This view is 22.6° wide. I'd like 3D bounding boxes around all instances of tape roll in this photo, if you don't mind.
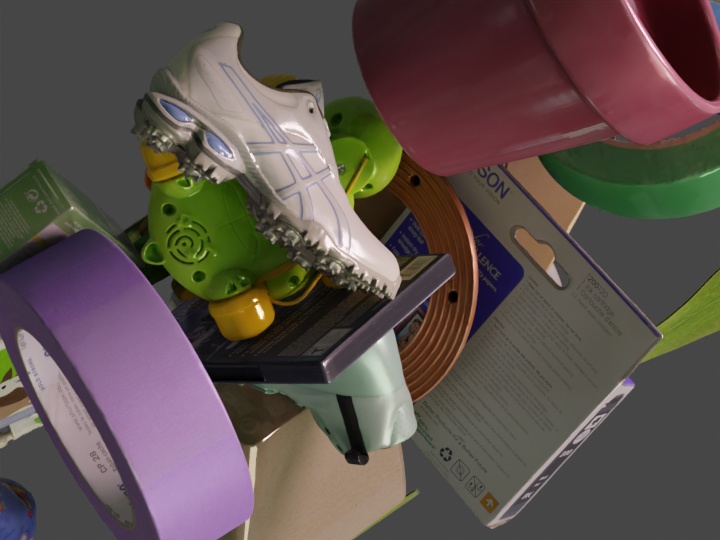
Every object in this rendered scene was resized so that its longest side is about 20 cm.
[{"bbox_3d":[-0.143,0.078,1.069,0.065,0.201,0.200,-29,162,-19],"label":"tape roll"},{"bbox_3d":[0.200,-0.133,1.182,0.200,0.201,0.048,-34,146,1],"label":"tape roll"}]

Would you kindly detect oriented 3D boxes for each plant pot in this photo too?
[{"bbox_3d":[0.102,-0.151,1.100,0.178,0.201,0.200,-25,168,27],"label":"plant pot"},{"bbox_3d":[-0.089,0.116,1.418,0.200,0.200,0.178,-34,150,-30],"label":"plant pot"}]

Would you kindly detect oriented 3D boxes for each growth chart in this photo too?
[{"bbox_3d":[-0.240,0.076,1.345,0.144,0.018,0.200,-28,160,-15],"label":"growth chart"}]

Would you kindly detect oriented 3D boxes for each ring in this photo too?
[{"bbox_3d":[0.000,0.000,1.259,0.200,0.201,0.019,-45,160,32],"label":"ring"}]

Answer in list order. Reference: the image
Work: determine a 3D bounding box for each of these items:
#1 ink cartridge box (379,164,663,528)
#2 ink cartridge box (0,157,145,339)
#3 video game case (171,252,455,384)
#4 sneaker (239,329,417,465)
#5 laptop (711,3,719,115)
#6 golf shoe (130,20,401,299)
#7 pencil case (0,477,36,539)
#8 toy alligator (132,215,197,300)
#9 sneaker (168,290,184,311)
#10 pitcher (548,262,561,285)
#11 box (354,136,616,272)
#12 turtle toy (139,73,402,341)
[{"bbox_3d":[0.090,0.040,1.241,0.043,0.198,0.200,-14,148,-55],"label":"ink cartridge box"},{"bbox_3d":[-0.248,0.020,1.141,0.200,0.048,0.146,-37,163,1],"label":"ink cartridge box"},{"bbox_3d":[-0.054,0.031,1.177,0.199,0.019,0.143,-4,-155,42],"label":"video game case"},{"bbox_3d":[-0.048,0.081,1.247,0.200,0.119,0.074,-1,-154,44],"label":"sneaker"},{"bbox_3d":[0.218,-0.183,1.304,0.199,0.116,0.187,-21,158,-34],"label":"laptop"},{"bbox_3d":[-0.036,-0.065,1.076,0.097,0.200,0.078,-54,-158,-12],"label":"golf shoe"},{"bbox_3d":[-0.323,0.192,1.398,0.087,0.078,0.200,-33,162,4],"label":"pencil case"},{"bbox_3d":[-0.132,-0.013,1.229,0.199,0.059,0.054,-27,161,-20],"label":"toy alligator"},{"bbox_3d":[-0.060,-0.016,1.362,0.199,0.075,0.082,-27,142,-28],"label":"sneaker"},{"bbox_3d":[0.081,0.027,1.640,0.199,0.122,0.172,-28,-175,16],"label":"pitcher"},{"bbox_3d":[0.067,-0.044,1.289,0.021,0.163,0.201,-79,-167,-60],"label":"box"},{"bbox_3d":[-0.055,-0.051,1.166,0.199,0.146,0.101,-27,-168,-18],"label":"turtle toy"}]
